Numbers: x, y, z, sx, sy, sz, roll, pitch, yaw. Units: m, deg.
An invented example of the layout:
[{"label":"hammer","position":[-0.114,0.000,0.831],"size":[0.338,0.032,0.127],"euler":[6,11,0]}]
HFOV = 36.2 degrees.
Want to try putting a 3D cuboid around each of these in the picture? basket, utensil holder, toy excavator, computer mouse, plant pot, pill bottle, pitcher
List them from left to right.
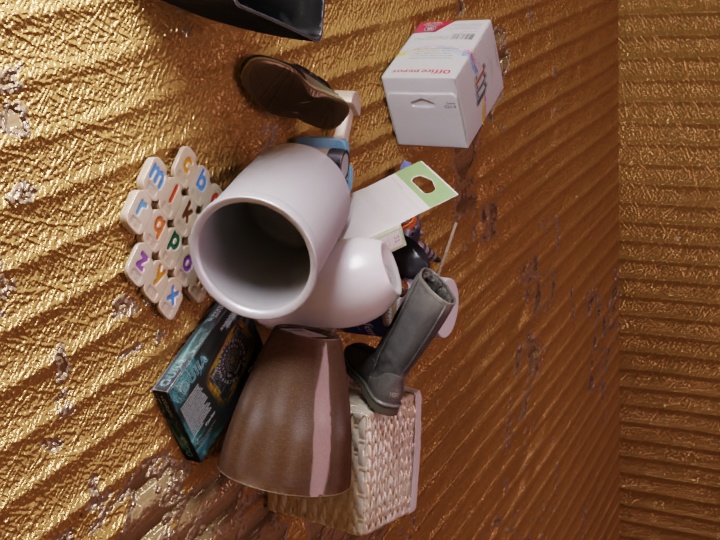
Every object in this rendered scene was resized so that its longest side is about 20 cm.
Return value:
[{"label":"plant pot","position":[-0.160,-0.391,1.309],"size":[0.199,0.176,0.203],"euler":[3,93,-63]},{"label":"utensil holder","position":[-0.111,-0.058,1.446],"size":[0.200,0.168,0.172],"euler":[-63,148,-60]},{"label":"plant pot","position":[-0.089,0.181,1.504],"size":[0.186,0.185,0.202],"euler":[-1,102,-63]},{"label":"toy excavator","position":[-0.048,-0.173,1.679],"size":[0.200,0.099,0.197],"euler":[-36,129,-72]},{"label":"pitcher","position":[-0.037,0.039,1.586],"size":[0.172,0.198,0.122],"euler":[47,28,-56]},{"label":"basket","position":[-0.028,0.276,1.669],"size":[0.160,0.196,0.203],"euler":[-13,107,-57]},{"label":"computer mouse","position":[0.028,-0.044,1.734],"size":[0.034,0.199,0.059],"euler":[-31,141,-39]},{"label":"pill bottle","position":[0.050,0.051,1.774],"size":[0.115,0.198,0.117],"euler":[-17,109,-61]}]

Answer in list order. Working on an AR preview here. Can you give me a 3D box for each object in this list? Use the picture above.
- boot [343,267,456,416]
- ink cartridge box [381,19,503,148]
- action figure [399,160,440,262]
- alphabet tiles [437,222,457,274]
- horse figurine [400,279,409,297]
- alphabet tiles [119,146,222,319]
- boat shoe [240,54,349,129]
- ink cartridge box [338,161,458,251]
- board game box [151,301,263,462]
[{"label":"boot","position":[0.052,0.085,1.587],"size":[0.072,0.182,0.202],"euler":[7,113,-29]},{"label":"ink cartridge box","position":[0.149,-0.333,1.961],"size":[0.201,0.144,0.146],"euler":[-57,142,-41]},{"label":"action figure","position":[0.086,-0.085,1.931],"size":[0.194,0.104,0.202],"euler":[64,44,-63]},{"label":"alphabet tiles","position":[0.138,0.028,2.056],"size":[0.201,0.007,0.168],"euler":[102,8,-61]},{"label":"horse figurine","position":[0.000,0.000,1.696],"size":[0.132,0.199,0.050],"euler":[-26,136,-55]},{"label":"alphabet tiles","position":[-0.235,-0.048,1.398],"size":[0.200,0.014,0.197],"euler":[57,46,-51]},{"label":"boat shoe","position":[-0.101,-0.259,1.574],"size":[0.073,0.065,0.199],"euler":[-49,139,15]},{"label":"ink cartridge box","position":[0.038,-0.086,1.685],"size":[0.198,0.146,0.048],"euler":[-23,123,-11]},{"label":"board game box","position":[-0.198,0.137,1.487],"size":[0.201,0.028,0.136],"euler":[-58,142,-41]}]
